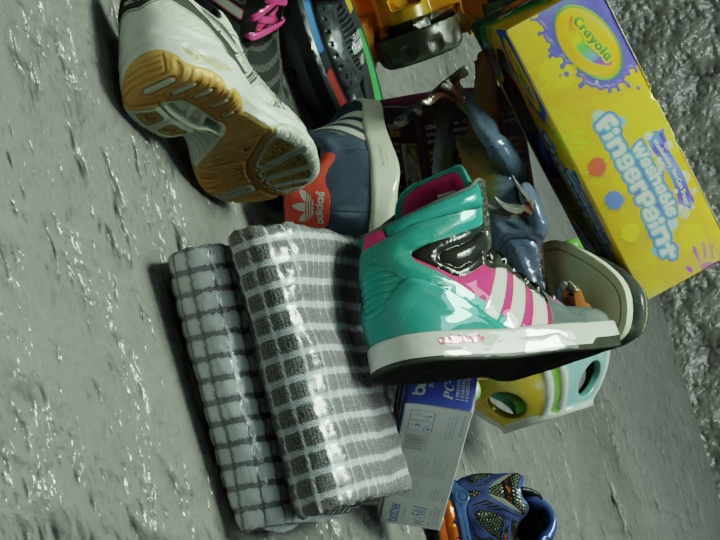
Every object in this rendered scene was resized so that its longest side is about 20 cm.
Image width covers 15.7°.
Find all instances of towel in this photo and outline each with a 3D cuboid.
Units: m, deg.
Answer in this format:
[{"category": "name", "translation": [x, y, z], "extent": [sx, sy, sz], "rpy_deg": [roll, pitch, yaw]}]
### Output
[{"category": "towel", "translation": [-0.031, 0.059, 1.474], "extent": [0.200, 0.085, 0.166], "rpy_deg": [4, 69, -77]}]

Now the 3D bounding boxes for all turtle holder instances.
[{"category": "turtle holder", "translation": [0.123, 0.055, 2.026], "extent": [0.185, 0.140, 0.132], "rpy_deg": [0, 73, -78]}]

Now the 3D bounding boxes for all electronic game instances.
[{"category": "electronic game", "translation": [-0.021, -0.169, 1.946], "extent": [0.200, 0.041, 0.201], "rpy_deg": [-18, 90, -78]}]

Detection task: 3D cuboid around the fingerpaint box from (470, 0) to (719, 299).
[{"category": "fingerpaint box", "translation": [0.157, -0.090, 1.744], "extent": [0.201, 0.073, 0.167], "rpy_deg": [62, -2, -9]}]

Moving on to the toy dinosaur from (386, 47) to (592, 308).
[{"category": "toy dinosaur", "translation": [0.102, -0.046, 1.683], "extent": [0.182, 0.105, 0.200], "rpy_deg": [51, 49, -3]}]

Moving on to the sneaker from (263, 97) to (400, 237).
[{"category": "sneaker", "translation": [-0.025, -0.069, 1.704], "extent": [0.200, 0.084, 0.075], "rpy_deg": [-112, -157, -76]}]

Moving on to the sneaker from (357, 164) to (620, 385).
[{"category": "sneaker", "translation": [0.068, 0.001, 1.514], "extent": [0.200, 0.083, 0.121], "rpy_deg": [1, 73, -48]}]

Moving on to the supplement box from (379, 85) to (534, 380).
[{"category": "supplement box", "translation": [0.070, -0.028, 1.867], "extent": [0.110, 0.085, 0.201], "rpy_deg": [-173, -108, -68]}]

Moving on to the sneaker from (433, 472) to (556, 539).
[{"category": "sneaker", "translation": [0.111, 0.200, 1.904], "extent": [0.200, 0.078, 0.076], "rpy_deg": [48, 27, -61]}]

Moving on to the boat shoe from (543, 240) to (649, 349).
[{"category": "boat shoe", "translation": [0.144, 0.016, 1.731], "extent": [0.200, 0.067, 0.072], "rpy_deg": [-172, -96, -68]}]

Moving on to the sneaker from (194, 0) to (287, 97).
[{"category": "sneaker", "translation": [-0.061, -0.185, 1.585], "extent": [0.074, 0.087, 0.201], "rpy_deg": [-30, 122, -54]}]

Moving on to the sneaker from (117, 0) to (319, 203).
[{"category": "sneaker", "translation": [-0.080, -0.108, 1.516], "extent": [0.200, 0.075, 0.088], "rpy_deg": [50, 25, -61]}]

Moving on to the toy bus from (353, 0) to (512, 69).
[{"category": "toy bus", "translation": [0.069, -0.249, 2.120], "extent": [0.192, 0.199, 0.136], "rpy_deg": [-60, 131, -85]}]

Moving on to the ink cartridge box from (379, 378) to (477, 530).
[{"category": "ink cartridge box", "translation": [0.045, 0.083, 1.640], "extent": [0.200, 0.044, 0.094], "rpy_deg": [100, -1, -63]}]
